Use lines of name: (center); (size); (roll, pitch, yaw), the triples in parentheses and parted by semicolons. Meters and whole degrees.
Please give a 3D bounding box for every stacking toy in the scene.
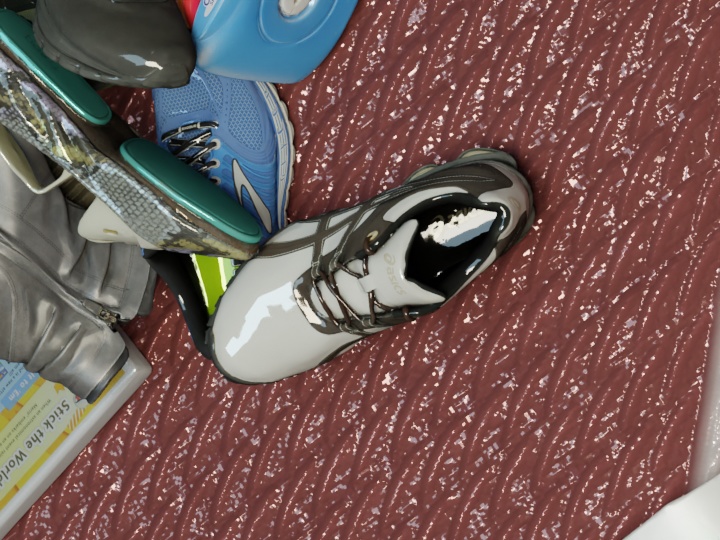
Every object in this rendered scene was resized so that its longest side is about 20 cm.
stacking toy: (-0.098, -0.200, 1.438); (0.200, 0.110, 0.116); (38, 110, 34)

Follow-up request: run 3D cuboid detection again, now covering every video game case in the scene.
video game case: (-0.243, 0.061, 1.553); (0.200, 0.023, 0.182); (-47, 70, 20)

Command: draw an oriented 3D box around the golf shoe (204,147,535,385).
golf shoe: (0.000, 0.000, 1.348); (0.200, 0.095, 0.078); (-33, 98, 8)

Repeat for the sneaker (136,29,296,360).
sneaker: (-0.082, -0.040, 1.425); (0.078, 0.089, 0.201); (-18, 82, 26)

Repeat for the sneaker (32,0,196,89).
sneaker: (-0.145, -0.174, 1.374); (0.200, 0.076, 0.091); (52, 132, 36)

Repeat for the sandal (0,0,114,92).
sandal: (-0.193, -0.139, 1.508); (0.201, 0.057, 0.080); (-4, 90, 44)

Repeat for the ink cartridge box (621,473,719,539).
ink cartridge box: (0.227, 0.169, 1.286); (0.200, 0.050, 0.161); (-42, 72, 25)

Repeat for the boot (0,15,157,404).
boot: (-0.173, -0.034, 1.438); (0.131, 0.070, 0.201); (16, 85, -11)

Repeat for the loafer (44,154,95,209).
loafer: (-0.205, -0.052, 1.497); (0.200, 0.067, 0.076); (40, 78, 1)

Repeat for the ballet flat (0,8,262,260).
ballet flat: (-0.143, -0.057, 1.372); (0.200, 0.072, 0.072); (41, 109, 6)
